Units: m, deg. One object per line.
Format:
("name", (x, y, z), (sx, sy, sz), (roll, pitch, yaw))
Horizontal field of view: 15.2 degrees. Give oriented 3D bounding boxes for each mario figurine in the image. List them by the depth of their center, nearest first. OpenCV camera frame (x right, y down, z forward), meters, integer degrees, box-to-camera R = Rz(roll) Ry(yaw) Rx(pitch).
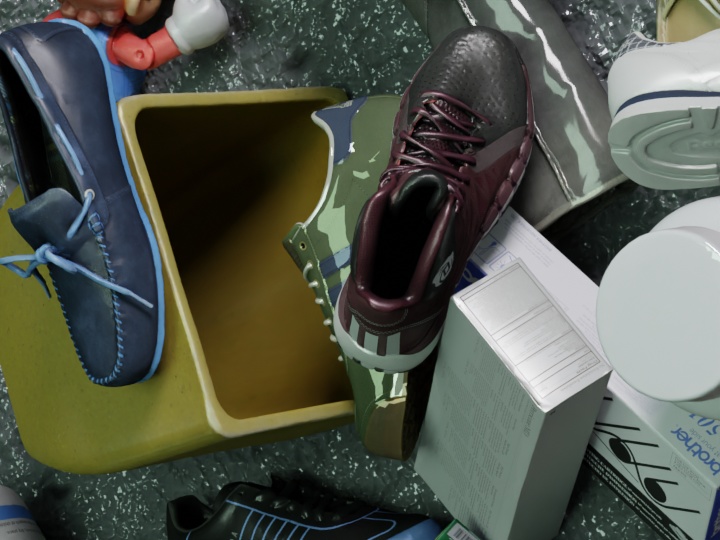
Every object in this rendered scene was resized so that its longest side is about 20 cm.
("mario figurine", (-0.144, -0.141, 1.662), (0.123, 0.106, 0.201), (11, 113, -2))

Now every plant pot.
("plant pot", (-0.109, 0.023, 1.567), (0.200, 0.194, 0.196), (-26, 77, 39))

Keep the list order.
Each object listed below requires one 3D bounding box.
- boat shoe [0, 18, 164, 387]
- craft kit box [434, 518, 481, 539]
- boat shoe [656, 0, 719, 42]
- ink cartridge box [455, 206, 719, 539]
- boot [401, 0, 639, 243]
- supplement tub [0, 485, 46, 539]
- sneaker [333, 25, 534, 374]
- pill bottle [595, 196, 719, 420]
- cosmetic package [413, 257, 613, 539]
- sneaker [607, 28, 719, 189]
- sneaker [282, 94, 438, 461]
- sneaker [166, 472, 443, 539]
("boat shoe", (-0.163, -0.032, 1.437), (0.084, 0.069, 0.201), (-27, 77, 44))
("craft kit box", (0.071, 0.275, 1.501), (0.200, 0.049, 0.198), (38, 117, 7))
("boat shoe", (0.190, -0.191, 1.415), (0.073, 0.063, 0.201), (25, 106, 32))
("ink cartridge box", (0.130, 0.063, 1.452), (0.200, 0.044, 0.094), (44, 156, 25))
("boot", (0.102, -0.134, 1.476), (0.182, 0.072, 0.200), (-45, 61, 43))
("supplement tub", (-0.226, 0.248, 1.690), (0.132, 0.132, 0.200), (-45, 67, 28))
("sneaker", (0.044, -0.051, 1.385), (0.075, 0.116, 0.201), (17, 72, 5))
("pill bottle", (0.199, 0.017, 1.336), (0.110, 0.200, 0.111), (2, 94, 34))
("cosmetic package", (0.080, 0.082, 1.448), (0.083, 0.051, 0.200), (53, 159, 22))
("sneaker", (0.226, -0.092, 1.372), (0.199, 0.081, 0.077), (2, 136, 7))
("sneaker", (0.000, 0.000, 1.494), (0.090, 0.067, 0.201), (8, 93, 14))
("sneaker", (-0.038, 0.156, 1.590), (0.200, 0.070, 0.078), (-16, 90, 36))
